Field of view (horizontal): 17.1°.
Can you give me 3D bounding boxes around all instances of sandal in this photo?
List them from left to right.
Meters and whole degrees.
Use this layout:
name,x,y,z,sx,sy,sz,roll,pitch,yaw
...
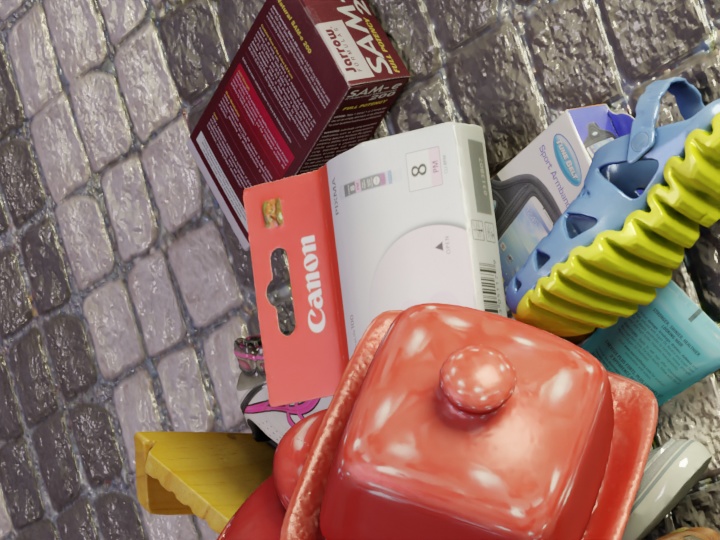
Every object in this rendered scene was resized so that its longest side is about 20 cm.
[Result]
name,x,y,z,sx,sy,sz,roll,pitch,yaw
sandal,0.164,-0.041,1.452,0.200,0.079,0.087,-43,48,14

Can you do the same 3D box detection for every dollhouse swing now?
name,x,y,z,sx,sy,sz,roll,pitch,yaw
dollhouse swing,-0.084,0.245,1.833,0.200,0.181,0.176,35,112,43

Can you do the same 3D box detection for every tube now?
name,x,y,z,sx,sy,sz,roll,pitch,yaw
tube,0.160,0.074,1.543,0.077,0.050,0.200,41,137,-3

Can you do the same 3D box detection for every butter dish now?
name,x,y,z,sx,sy,sz,roll,pitch,yaw
butter dish,0.068,0.096,1.427,0.199,0.200,0.148,17,149,12

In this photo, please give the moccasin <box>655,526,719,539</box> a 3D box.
name,x,y,z,sx,sy,sz,roll,pitch,yaw
moccasin,0.169,0.234,1.560,0.074,0.078,0.202,42,129,19

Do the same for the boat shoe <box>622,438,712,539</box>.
name,x,y,z,sx,sy,sz,roll,pitch,yaw
boat shoe,0.151,0.152,1.545,0.072,0.070,0.201,47,141,7

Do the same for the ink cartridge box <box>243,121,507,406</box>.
name,x,y,z,sx,sy,sz,roll,pitch,yaw
ink cartridge box,0.000,0.000,1.610,0.199,0.057,0.163,-12,80,27

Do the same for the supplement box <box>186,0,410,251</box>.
name,x,y,z,sx,sy,sz,roll,pitch,yaw
supplement box,-0.049,-0.118,1.762,0.109,0.061,0.200,60,141,22

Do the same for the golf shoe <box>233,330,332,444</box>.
name,x,y,z,sx,sy,sz,roll,pitch,yaw
golf shoe,-0.027,0.101,1.785,0.200,0.072,0.092,12,107,60

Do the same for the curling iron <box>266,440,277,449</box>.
name,x,y,z,sx,sy,sz,roll,pitch,yaw
curling iron,-0.027,0.153,1.827,0.026,0.050,0.200,-55,38,-1

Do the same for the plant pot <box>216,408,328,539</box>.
name,x,y,z,sx,sy,sz,roll,pitch,yaw
plant pot,0.001,0.206,1.576,0.201,0.200,0.183,50,127,34

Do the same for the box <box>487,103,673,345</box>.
name,x,y,z,sx,sy,sz,roll,pitch,yaw
box,0.130,-0.020,1.565,0.200,0.041,0.119,-45,63,52
